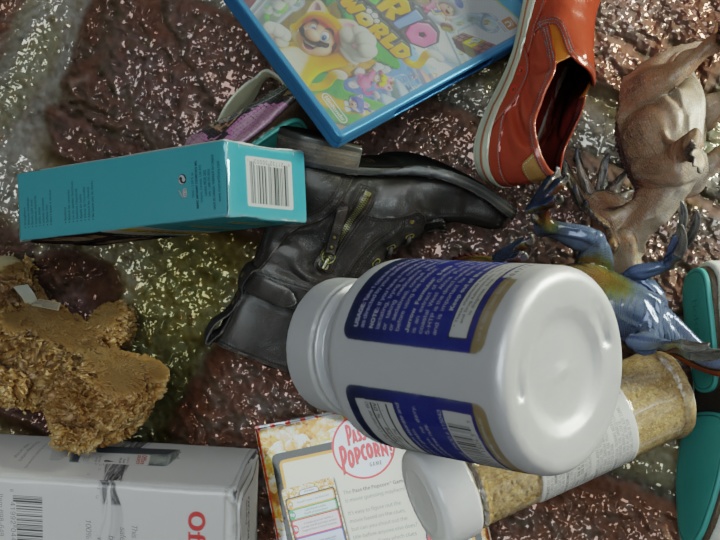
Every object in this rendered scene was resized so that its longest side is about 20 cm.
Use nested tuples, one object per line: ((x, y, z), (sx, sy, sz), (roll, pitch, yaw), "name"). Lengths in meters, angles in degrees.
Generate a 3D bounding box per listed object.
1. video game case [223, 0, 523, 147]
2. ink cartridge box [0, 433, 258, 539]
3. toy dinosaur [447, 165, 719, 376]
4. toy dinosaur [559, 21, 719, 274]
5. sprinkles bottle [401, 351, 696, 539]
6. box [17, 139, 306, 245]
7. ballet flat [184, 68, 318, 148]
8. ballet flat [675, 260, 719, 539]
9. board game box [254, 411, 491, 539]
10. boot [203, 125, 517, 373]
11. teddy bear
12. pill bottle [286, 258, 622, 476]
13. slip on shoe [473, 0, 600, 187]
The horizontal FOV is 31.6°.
((0.017, -0.184, 0.893), (0.199, 0.018, 0.144), (-31, 78, -29), "video game case")
((-0.171, 0.196, 0.871), (0.197, 0.085, 0.148), (3, 103, 6), "ink cartridge box")
((0.178, 0.014, 0.848), (0.181, 0.199, 0.106), (37, 67, -19), "toy dinosaur")
((0.206, -0.096, 0.897), (0.135, 0.085, 0.202), (-10, 55, 45), "toy dinosaur")
((0.127, 0.116, 0.853), (0.198, 0.068, 0.069), (-21, 83, -17), "sprinkles bottle")
((-0.138, -0.050, 0.865), (0.198, 0.082, 0.050), (-5, 86, 36), "box")
((-0.045, -0.126, 0.926), (0.198, 0.069, 0.072), (-32, 63, 1), "ballet flat")
((0.259, 0.095, 0.881), (0.068, 0.069, 0.203), (2, 84, 4), "ballet flat")
((0.018, 0.193, 0.893), (0.149, 0.046, 0.203), (-11, 84, 3), "board game box")
((0.000, 0.000, 0.908), (0.197, 0.069, 0.177), (13, 100, -12), "boot")
((-0.224, 0.059, 0.892), (0.198, 0.145, 0.067), (24, 122, 9), "teddy bear")
((0.050, 0.053, 0.790), (0.198, 0.119, 0.122), (4, 83, 47), "pill bottle")
((0.142, -0.150, 0.894), (0.061, 0.074, 0.202), (12, 75, 40), "slip on shoe")
